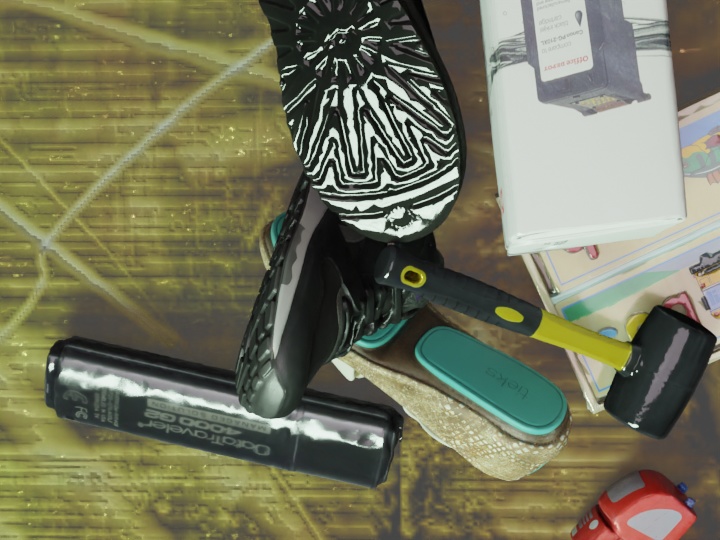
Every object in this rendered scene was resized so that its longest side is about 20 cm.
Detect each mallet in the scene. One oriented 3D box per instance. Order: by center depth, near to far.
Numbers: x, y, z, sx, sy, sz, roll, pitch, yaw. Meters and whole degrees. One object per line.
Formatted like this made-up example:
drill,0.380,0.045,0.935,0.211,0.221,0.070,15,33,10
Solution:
mallet,0.089,0.037,0.807,0.199,0.041,0.066,13,103,-25

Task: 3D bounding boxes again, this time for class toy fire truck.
toy fire truck,0.230,0.164,0.874,0.200,0.049,0.141,42,98,-2

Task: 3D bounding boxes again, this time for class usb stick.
usb stick,-0.075,0.078,0.883,0.198,0.033,0.056,12,129,1

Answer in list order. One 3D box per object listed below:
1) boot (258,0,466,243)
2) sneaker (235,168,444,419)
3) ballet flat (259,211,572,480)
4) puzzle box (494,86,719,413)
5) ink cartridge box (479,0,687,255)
boot,0.011,-0.133,0.792,0.079,0.158,0.213,-13,105,20
sneaker,0.000,0.000,0.795,0.087,0.201,0.076,22,133,-5
ballet flat,0.020,0.047,0.855,0.200,0.070,0.066,38,139,18
puzzle box,0.187,-0.022,0.862,0.199,0.025,0.134,-26,96,6
ink cartridge box,0.101,-0.112,0.778,0.084,0.145,0.202,-5,88,5
